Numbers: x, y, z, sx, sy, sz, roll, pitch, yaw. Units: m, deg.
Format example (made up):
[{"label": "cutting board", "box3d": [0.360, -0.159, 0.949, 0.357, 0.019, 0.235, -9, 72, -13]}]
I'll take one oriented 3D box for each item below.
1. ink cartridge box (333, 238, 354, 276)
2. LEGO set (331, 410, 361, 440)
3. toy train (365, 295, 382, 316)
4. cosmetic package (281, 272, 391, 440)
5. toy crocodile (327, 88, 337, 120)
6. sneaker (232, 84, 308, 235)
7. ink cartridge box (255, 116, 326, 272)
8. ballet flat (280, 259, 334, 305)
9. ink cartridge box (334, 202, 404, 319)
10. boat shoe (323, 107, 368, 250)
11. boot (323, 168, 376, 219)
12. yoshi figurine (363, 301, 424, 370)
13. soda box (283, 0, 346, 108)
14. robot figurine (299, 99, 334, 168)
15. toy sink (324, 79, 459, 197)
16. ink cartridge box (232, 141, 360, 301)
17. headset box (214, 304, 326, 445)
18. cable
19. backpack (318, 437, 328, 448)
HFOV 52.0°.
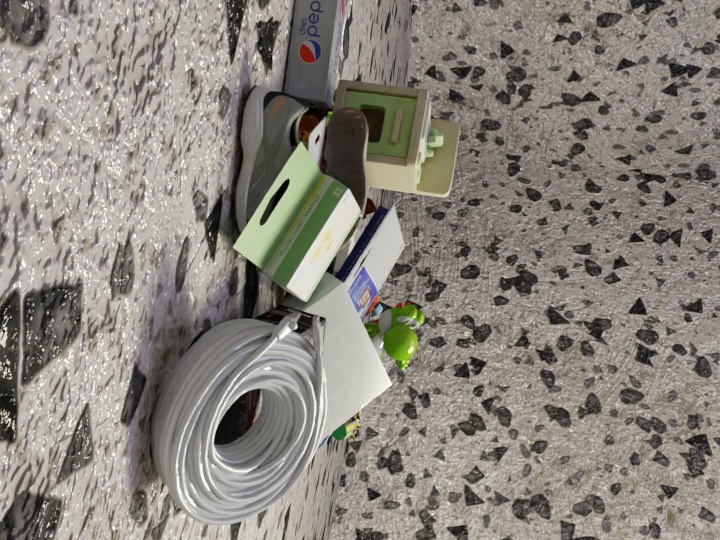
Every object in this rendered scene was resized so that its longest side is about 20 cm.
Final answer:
[{"label": "ink cartridge box", "box3d": [-0.068, 0.042, 1.444, 0.147, 0.083, 0.203, 90, 10, -58]}, {"label": "LEGO set", "box3d": [-0.055, 0.201, 1.318, 0.115, 0.152, 0.204, -15, 87, -56]}, {"label": "toy train", "box3d": [-0.049, 0.027, 1.321, 0.201, 0.055, 0.151, 52, 45, -19]}, {"label": "cosmetic package", "box3d": [-0.057, 0.128, 1.047, 0.051, 0.150, 0.202, 29, -31, 53]}, {"label": "toy crocodile", "box3d": [-0.048, -0.238, 1.354, 0.068, 0.061, 0.203, -74, 171, -52]}, {"label": "sneaker", "box3d": [-0.105, -0.111, 0.876, 0.074, 0.078, 0.204, -69, 167, -71]}, {"label": "ink cartridge box", "box3d": [-0.096, -0.107, 1.025, 0.116, 0.065, 0.204, -69, 166, -65]}, {"label": "ballet flat", "box3d": [-0.091, 0.033, 1.168, 0.068, 0.068, 0.202, -35, 156, -40]}, {"label": "ink cartridge box", "box3d": [0.000, 0.000, 1.184, 0.199, 0.047, 0.200, -58, 161, -10]}, {"label": "boat shoe", "box3d": [-0.021, -0.127, 1.056, 0.073, 0.073, 0.204, 42, 58, -84]}, {"label": "boot", "box3d": [-0.050, -0.066, 1.175, 0.073, 0.141, 0.203, -75, 173, -59]}, {"label": "yoshi figurine", "box3d": [0.034, 0.135, 1.318, 0.111, 0.199, 0.113, -11, 71, -50]}, {"label": "soda box", "box3d": [-0.061, -0.340, 1.053, 0.068, 0.062, 0.204, -20, 118, -82]}, {"label": "robot figurine", "box3d": [-0.068, -0.222, 1.189, 0.200, 0.057, 0.148, 76, 24, -74]}, {"label": "toy sink", "box3d": [0.054, -0.206, 1.152, 0.112, 0.196, 0.133, 75, 26, -74]}, {"label": "ink cartridge box", "box3d": [-0.069, -0.051, 0.902, 0.147, 0.047, 0.200, -58, 166, -6]}, {"label": "headset box", "box3d": [-0.123, 0.143, 0.879, 0.199, 0.074, 0.152, -28, 128, -61]}, {"label": "cable", "box3d": [-0.119, 0.149, 0.744, 0.198, 0.069, 0.203, -28, 124, -36]}, {"label": "backpack", "box3d": [-0.090, 0.200, 1.187, 0.202, 0.161, 0.155, 109, 4, -47]}]
